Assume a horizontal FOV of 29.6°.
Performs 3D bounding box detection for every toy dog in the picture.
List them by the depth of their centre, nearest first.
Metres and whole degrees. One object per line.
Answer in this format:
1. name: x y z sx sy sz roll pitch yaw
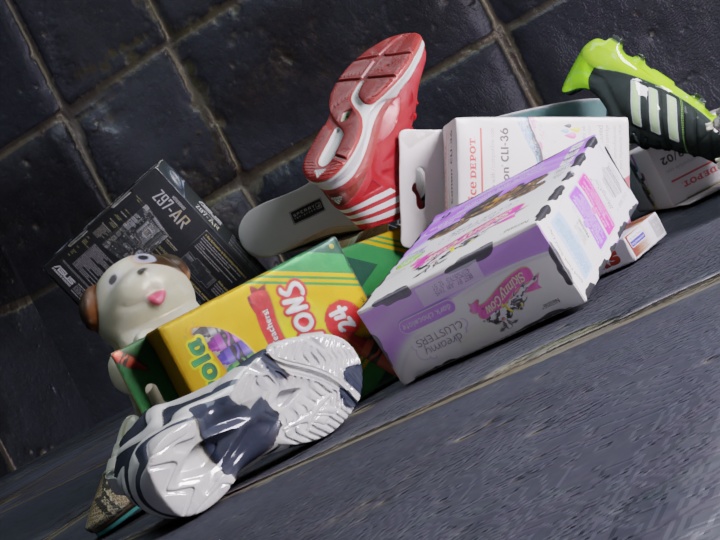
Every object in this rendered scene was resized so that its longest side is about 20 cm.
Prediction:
1. toy dog: -0.176 0.077 1.290 0.139 0.200 0.194 -27 1 -12

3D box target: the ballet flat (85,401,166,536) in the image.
1. ballet flat: -0.147 0.136 1.104 0.200 0.075 0.068 -28 2 -23

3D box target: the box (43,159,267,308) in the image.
1. box: -0.191 0.015 1.365 0.160 0.200 0.044 -40 11 12

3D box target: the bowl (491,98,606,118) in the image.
1. bowl: 0.172 -0.104 1.427 0.200 0.105 0.201 -14 -2 0

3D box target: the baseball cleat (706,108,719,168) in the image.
1. baseball cleat: 0.350 -0.124 1.122 0.106 0.070 0.200 -17 10 24

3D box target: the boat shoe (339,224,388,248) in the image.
1. boat shoe: -0.036 0.018 1.443 0.074 0.066 0.200 8 -70 -60

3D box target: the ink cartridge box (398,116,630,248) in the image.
1. ink cartridge box: 0.137 -0.077 1.226 0.199 0.117 0.067 -1 -2 -7

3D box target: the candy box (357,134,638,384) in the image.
1. candy box: 0.111 -0.012 1.062 0.168 0.072 0.200 -27 11 30

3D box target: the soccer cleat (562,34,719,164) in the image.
1. soccer cleat: 0.281 -0.139 1.275 0.081 0.200 0.068 -55 -12 16

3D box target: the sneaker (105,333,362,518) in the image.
1. sneaker: -0.100 0.111 0.986 0.199 0.080 0.129 -40 16 -33

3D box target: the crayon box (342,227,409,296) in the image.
1. crayon box: 0.000 0.000 1.302 0.200 0.051 0.127 -21 0 -37

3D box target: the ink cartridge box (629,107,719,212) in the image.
1. ink cartridge box: 0.337 -0.115 1.366 0.115 0.068 0.200 -27 1 -1

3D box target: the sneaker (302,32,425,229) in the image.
1. sneaker: 0.023 -0.123 1.287 0.078 0.116 0.200 4 52 42

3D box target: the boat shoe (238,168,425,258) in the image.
1. boat shoe: -0.024 -0.065 1.356 0.200 0.071 0.064 -17 -4 18

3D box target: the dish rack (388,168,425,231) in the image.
1. dish rack: 0.054 -0.026 1.516 0.054 0.200 0.153 19 21 22

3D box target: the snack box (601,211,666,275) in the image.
1. snack box: 0.156 0.007 1.140 0.200 0.024 0.072 -26 4 38

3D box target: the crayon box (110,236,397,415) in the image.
1. crayon box: -0.079 0.074 1.078 0.200 0.127 0.051 -29 2 -23
